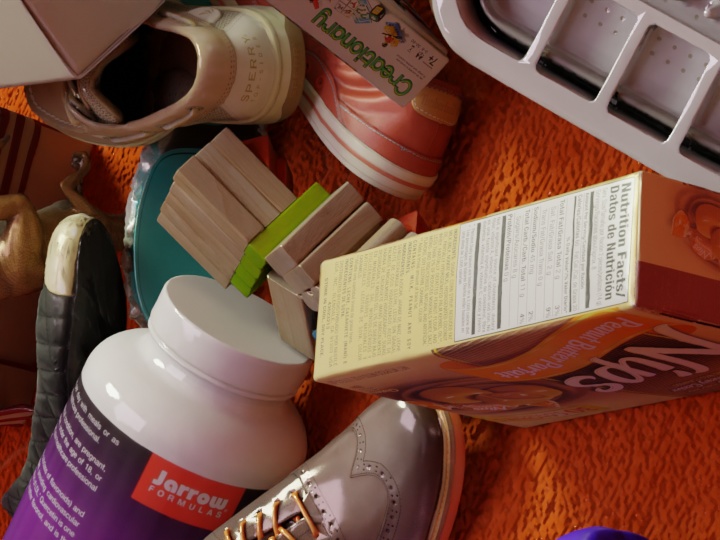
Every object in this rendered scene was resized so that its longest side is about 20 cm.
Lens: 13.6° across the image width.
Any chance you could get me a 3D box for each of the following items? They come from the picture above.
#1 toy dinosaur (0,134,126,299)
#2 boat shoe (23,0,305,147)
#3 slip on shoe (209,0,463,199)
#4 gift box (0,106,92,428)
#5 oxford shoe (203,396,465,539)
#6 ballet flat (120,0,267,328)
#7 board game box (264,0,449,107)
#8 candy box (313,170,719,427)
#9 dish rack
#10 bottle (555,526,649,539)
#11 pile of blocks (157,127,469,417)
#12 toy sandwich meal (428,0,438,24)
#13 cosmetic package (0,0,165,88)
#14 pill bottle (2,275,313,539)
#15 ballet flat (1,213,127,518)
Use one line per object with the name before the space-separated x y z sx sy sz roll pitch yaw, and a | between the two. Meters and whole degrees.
toy dinosaur | -0.172 -0.009 1.479 0.107 0.199 0.060 61 150 0
boat shoe | -0.107 -0.093 1.410 0.199 0.065 0.073 3 95 52
slip on shoe | -0.012 -0.111 1.401 0.061 0.074 0.200 -56 44 18
gift box | -0.257 -0.007 1.585 0.199 0.184 0.188 15 89 31
oxford shoe | -0.022 0.122 1.316 0.200 0.073 0.071 -56 49 34
ballet flat | -0.076 -0.062 1.492 0.072 0.071 0.201 -5 73 54
board game box | -0.047 -0.164 1.328 0.035 0.126 0.200 -45 42 10
candy box | 0.085 0.016 1.175 0.200 0.115 0.056 -16 66 52
dish rack | 0.137 -0.143 1.166 0.171 0.043 0.201 31 108 17
bottle | 0.053 0.182 1.206 0.200 0.065 0.084 -44 47 38
pile of blocks | 0.000 0.000 1.341 0.200 0.062 0.082 34 152 27
toy sandwich meal | 0.106 -0.169 1.249 0.205 0.070 0.207 -24 59 49
cosmetic package | -0.169 -0.140 1.425 0.104 0.073 0.199 -46 23 -28
pill bottle | -0.097 0.107 1.406 0.201 0.112 0.113 -64 36 19
ballet flat | -0.151 0.058 1.490 0.057 0.066 0.201 19 126 16
